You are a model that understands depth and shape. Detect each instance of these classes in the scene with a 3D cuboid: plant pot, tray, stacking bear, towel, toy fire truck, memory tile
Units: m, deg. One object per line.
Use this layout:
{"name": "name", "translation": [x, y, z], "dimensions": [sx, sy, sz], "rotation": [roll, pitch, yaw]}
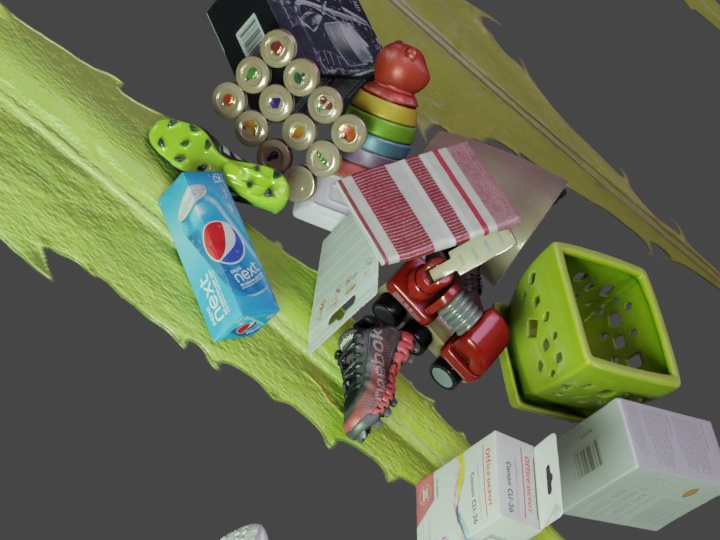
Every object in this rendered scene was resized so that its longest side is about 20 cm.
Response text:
{"name": "plant pot", "translation": [0.306, 0.104, 1.804], "dimensions": [0.197, 0.181, 0.202], "rotation": [15, 49, -34]}
{"name": "tray", "translation": [0.007, -0.083, 1.767], "dimensions": [0.198, 0.022, 0.108], "rotation": [21, 47, -11]}
{"name": "stacking bear", "translation": [0.037, -0.220, 1.781], "dimensions": [0.112, 0.202, 0.122], "rotation": [16, 12, -18]}
{"name": "towel", "translation": [0.084, -0.083, 1.588], "dimensions": [0.198, 0.023, 0.145], "rotation": [-17, 57, -22]}
{"name": "toy fire truck", "translation": [0.137, 0.038, 1.662], "dimensions": [0.176, 0.200, 0.129], "rotation": [47, 61, -2]}
{"name": "plant pot", "translation": [0.173, -0.112, 1.877], "dimensions": [0.199, 0.188, 0.187], "rotation": [37, 39, 6]}
{"name": "memory tile", "translation": [-0.097, -0.206, 1.707], "dimensions": [0.200, 0.153, 0.017], "rotation": [50, 18, 3]}

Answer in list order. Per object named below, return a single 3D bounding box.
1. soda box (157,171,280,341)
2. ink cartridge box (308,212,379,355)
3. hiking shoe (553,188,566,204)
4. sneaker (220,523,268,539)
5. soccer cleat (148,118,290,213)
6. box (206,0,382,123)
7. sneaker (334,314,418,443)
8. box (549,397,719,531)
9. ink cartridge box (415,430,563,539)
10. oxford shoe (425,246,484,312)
{"name": "soda box", "translation": [-0.174, -0.020, 1.547], "dimensions": [0.064, 0.068, 0.202], "rotation": [-6, 64, -45]}
{"name": "ink cartridge box", "translation": [0.000, 0.000, 1.620], "dimensions": [0.047, 0.160, 0.202], "rotation": [26, 45, -22]}
{"name": "hiking shoe", "translation": [0.254, -0.140, 2.035], "dimensions": [0.198, 0.074, 0.087], "rotation": [-2, 62, -44]}
{"name": "sneaker", "translation": [-0.129, 0.354, 1.300], "dimensions": [0.080, 0.076, 0.201], "rotation": [43, 43, -25]}
{"name": "soccer cleat", "translation": [-0.183, -0.128, 1.634], "dimensions": [0.198, 0.081, 0.068], "rotation": [27, 70, 4]}
{"name": "box", "translation": [-0.085, -0.325, 1.835], "dimensions": [0.195, 0.124, 0.202], "rotation": [-5, 63, -47]}
{"name": "sneaker", "translation": [0.004, 0.129, 1.592], "dimensions": [0.098, 0.071, 0.201], "rotation": [39, 38, -12]}
{"name": "box", "translation": [0.385, 0.273, 1.766], "dimensions": [0.198, 0.152, 0.107], "rotation": [16, 48, -34]}
{"name": "ink cartridge box", "translation": [0.150, 0.272, 1.510], "dimensions": [0.067, 0.200, 0.117], "rotation": [24, 45, -27]}
{"name": "oxford shoe", "translation": [0.141, 0.028, 1.790], "dimensions": [0.072, 0.084, 0.201], "rotation": [-18, 74, -50]}
